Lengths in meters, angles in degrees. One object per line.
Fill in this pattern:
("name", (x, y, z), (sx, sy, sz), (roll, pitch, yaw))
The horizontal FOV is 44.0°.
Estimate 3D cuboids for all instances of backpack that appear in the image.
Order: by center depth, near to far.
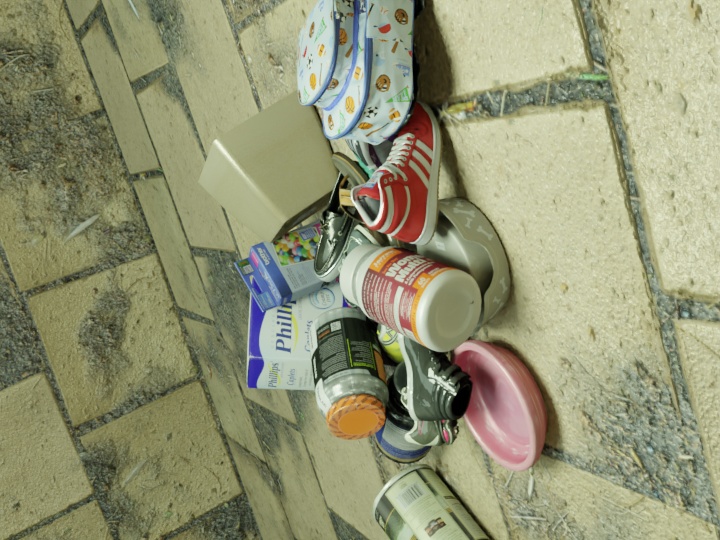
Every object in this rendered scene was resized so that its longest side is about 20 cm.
("backpack", (0.000, -0.266, 1.164), (0.200, 0.152, 0.194), (140, 124, -67))

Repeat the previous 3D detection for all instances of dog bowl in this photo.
("dog bowl", (0.136, -0.011, 1.260), (0.200, 0.058, 0.202), (47, 150, 39))

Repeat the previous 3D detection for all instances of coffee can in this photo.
("coffee can", (0.132, 0.472, 1.604), (0.200, 0.145, 0.148), (47, 150, 40))

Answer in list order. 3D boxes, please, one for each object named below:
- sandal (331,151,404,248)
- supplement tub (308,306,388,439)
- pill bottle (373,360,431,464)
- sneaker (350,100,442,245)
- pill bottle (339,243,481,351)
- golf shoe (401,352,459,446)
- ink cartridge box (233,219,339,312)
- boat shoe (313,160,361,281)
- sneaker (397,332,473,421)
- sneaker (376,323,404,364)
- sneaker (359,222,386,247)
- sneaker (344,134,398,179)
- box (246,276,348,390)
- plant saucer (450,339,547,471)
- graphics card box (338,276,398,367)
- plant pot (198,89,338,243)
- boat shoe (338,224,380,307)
("sandal", (0.002, -0.095, 1.340), (0.202, 0.054, 0.082), (60, 176, 16))
("supplement tub", (-0.019, 0.171, 1.485), (0.202, 0.120, 0.124), (-101, 8, -45))
("pill bottle", (0.086, 0.240, 1.535), (0.112, 0.111, 0.201), (53, 153, 30))
("sneaker", (0.047, -0.141, 1.190), (0.071, 0.111, 0.203), (-20, 65, 53))
("pill bottle", (0.063, 0.030, 1.221), (0.199, 0.109, 0.111), (24, 133, 50))
("golf shoe", (0.101, 0.175, 1.397), (0.077, 0.087, 0.204), (17, -114, -78))
("ink cartridge box", (-0.120, -0.012, 1.643), (0.120, 0.198, 0.042), (57, 154, 20))
("boat shoe", (-0.037, -0.083, 1.436), (0.068, 0.056, 0.203), (26, 95, 50))
("sneaker", (0.114, 0.128, 1.305), (0.098, 0.070, 0.204), (2, 104, 40))
("sneaker", (0.076, 0.089, 1.465), (0.076, 0.075, 0.202), (47, 152, 40))
("sneaker", (-0.010, -0.080, 1.496), (0.199, 0.075, 0.071), (32, 140, 53))
("sneaker", (0.046, -0.163, 1.323), (0.075, 0.087, 0.200), (50, 176, 32))
("box", (-0.112, 0.118, 1.673), (0.106, 0.196, 0.186), (101, 169, -53))
("plant saucer", (0.206, 0.190, 1.301), (0.201, 0.050, 0.202), (49, 152, 38))
("graphics card box", (0.025, 0.069, 1.591), (0.125, 0.050, 0.203), (2, 112, 66))
("plant pot", (-0.148, -0.171, 1.595), (0.178, 0.199, 0.200), (53, 156, 3))
("boat shoe", (0.000, 0.000, 1.380), (0.073, 0.062, 0.201), (44, 163, 18))
